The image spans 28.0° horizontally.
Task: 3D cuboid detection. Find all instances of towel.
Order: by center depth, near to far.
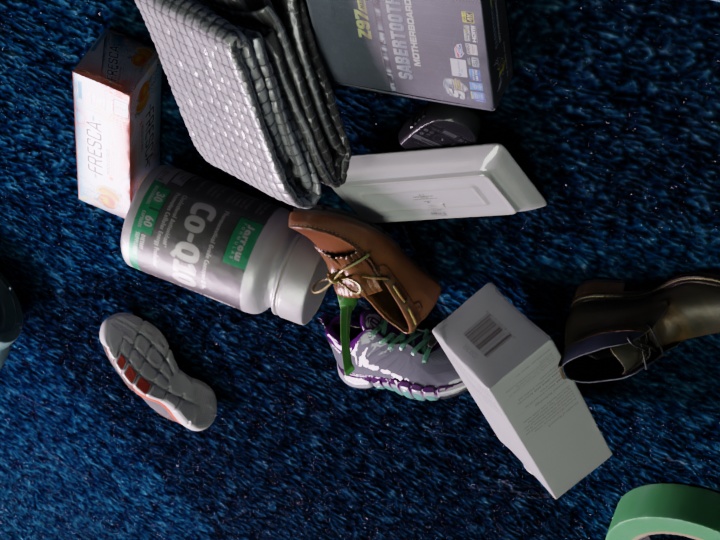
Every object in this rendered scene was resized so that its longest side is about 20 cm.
[{"bbox_3d":[-0.099,-0.165,1.247,0.165,0.085,0.200,31,151,44],"label":"towel"}]

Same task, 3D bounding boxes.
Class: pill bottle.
[{"bbox_3d":[-0.131,-0.024,1.459,0.199,0.113,0.113,20,145,11],"label":"pill bottle"}]

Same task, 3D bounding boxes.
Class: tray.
[{"bbox_3d":[0.059,-0.073,1.312,0.199,0.022,0.107,-2,152,32],"label":"tray"}]

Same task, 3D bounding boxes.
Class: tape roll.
[{"bbox_3d":[0.374,0.315,1.604,0.200,0.048,0.201,19,144,14],"label":"tape roll"}]

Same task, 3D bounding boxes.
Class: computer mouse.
[{"bbox_3d":[0.049,-0.110,1.303,0.058,0.034,0.200,22,154,-20],"label":"computer mouse"}]

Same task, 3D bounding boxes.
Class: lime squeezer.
[{"bbox_3d":[-0.046,0.025,1.511,0.200,0.071,0.038,45,-179,30],"label":"lime squeezer"}]

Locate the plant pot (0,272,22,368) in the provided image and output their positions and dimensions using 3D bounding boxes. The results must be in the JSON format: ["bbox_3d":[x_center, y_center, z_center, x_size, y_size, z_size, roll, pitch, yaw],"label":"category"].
[{"bbox_3d":[-0.507,0.064,1.789,0.134,0.201,0.200,-27,122,19],"label":"plant pot"}]

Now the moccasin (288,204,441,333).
[{"bbox_3d":[-0.001,0.000,1.388,0.073,0.078,0.201,16,164,39],"label":"moccasin"}]

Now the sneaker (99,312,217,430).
[{"bbox_3d":[-0.266,0.132,1.791,0.082,0.077,0.200,-2,135,46],"label":"sneaker"}]

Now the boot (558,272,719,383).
[{"bbox_3d":[0.272,0.061,1.301,0.199,0.097,0.075,-4,135,38],"label":"boot"}]

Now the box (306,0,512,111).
[{"bbox_3d":[0.033,-0.224,1.142,0.157,0.051,0.200,14,144,22],"label":"box"}]

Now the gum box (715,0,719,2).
[{"bbox_3d":[0.227,-0.272,0.950,0.169,0.045,0.200,17,145,17],"label":"gum box"}]

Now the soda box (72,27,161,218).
[{"bbox_3d":[-0.239,-0.141,1.422,0.063,0.069,0.200,24,145,7],"label":"soda box"}]

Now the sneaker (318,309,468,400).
[{"bbox_3d":[0.042,0.083,1.515,0.199,0.075,0.088,-3,130,38],"label":"sneaker"}]

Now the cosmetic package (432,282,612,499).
[{"bbox_3d":[0.162,0.121,1.422,0.113,0.081,0.200,47,174,46],"label":"cosmetic package"}]
